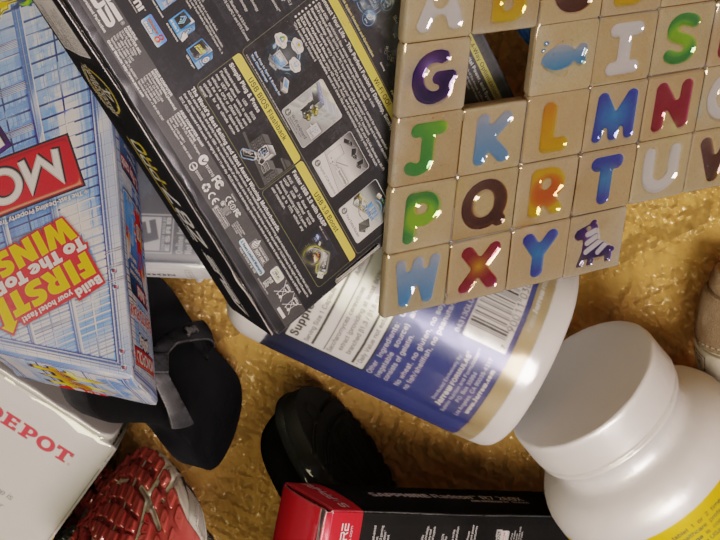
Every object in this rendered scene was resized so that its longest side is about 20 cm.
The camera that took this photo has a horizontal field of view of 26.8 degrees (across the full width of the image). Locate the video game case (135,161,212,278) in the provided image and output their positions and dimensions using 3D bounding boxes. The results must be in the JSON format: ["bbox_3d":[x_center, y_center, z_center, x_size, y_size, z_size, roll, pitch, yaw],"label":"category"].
[{"bbox_3d":[-0.150,-0.097,0.726,0.181,0.023,0.201,2,76,5],"label":"video game case"}]

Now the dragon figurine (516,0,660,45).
[{"bbox_3d":[0.100,-0.132,0.708,0.200,0.100,0.059,40,112,-12],"label":"dragon figurine"}]

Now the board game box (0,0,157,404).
[{"bbox_3d":[-0.173,-0.020,0.664,0.199,0.062,0.201,-21,74,-2],"label":"board game box"}]

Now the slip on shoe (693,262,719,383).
[{"bbox_3d":[0.274,0.025,0.779,0.199,0.076,0.061,3,121,12],"label":"slip on shoe"}]

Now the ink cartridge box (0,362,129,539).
[{"bbox_3d":[-0.236,0.110,0.854,0.147,0.086,0.200,35,111,-9],"label":"ink cartridge box"}]

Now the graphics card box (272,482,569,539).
[{"bbox_3d":[0.038,0.181,0.807,0.199,0.051,0.126,7,96,-36],"label":"graphics card box"}]

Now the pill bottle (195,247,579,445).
[{"bbox_3d":[0.000,0.000,0.770,0.199,0.111,0.111,26,114,-6],"label":"pill bottle"}]

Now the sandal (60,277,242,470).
[{"bbox_3d":[-0.094,0.052,0.775,0.043,0.200,0.076,12,76,20],"label":"sandal"}]

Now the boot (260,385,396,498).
[{"bbox_3d":[-0.046,0.180,0.871,0.157,0.080,0.212,-22,110,14],"label":"boot"}]

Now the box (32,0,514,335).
[{"bbox_3d":[-0.033,-0.098,0.650,0.161,0.049,0.200,-40,122,-14],"label":"box"}]

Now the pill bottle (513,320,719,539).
[{"bbox_3d":[0.169,0.123,0.794,0.112,0.113,0.200,-33,116,18],"label":"pill bottle"}]

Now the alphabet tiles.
[{"bbox_3d":[0.102,-0.069,0.693,0.199,0.008,0.168,-12,123,-25],"label":"alphabet tiles"}]

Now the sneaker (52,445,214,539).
[{"bbox_3d":[-0.110,0.146,0.819,0.082,0.200,0.078,31,76,-12],"label":"sneaker"}]
